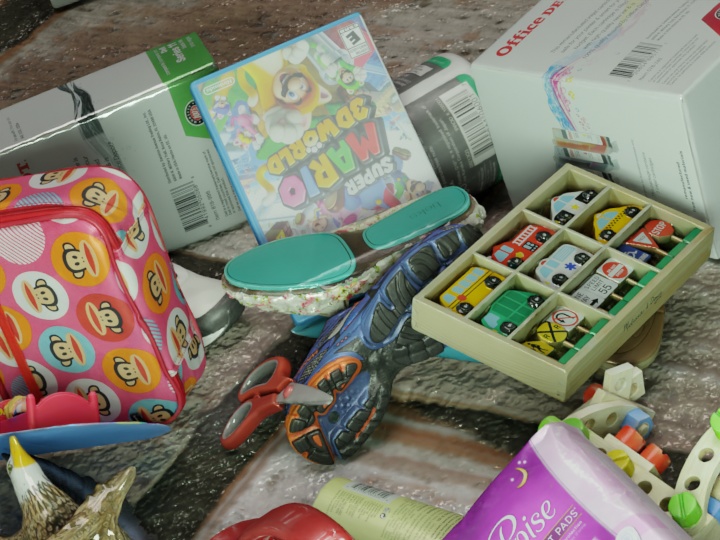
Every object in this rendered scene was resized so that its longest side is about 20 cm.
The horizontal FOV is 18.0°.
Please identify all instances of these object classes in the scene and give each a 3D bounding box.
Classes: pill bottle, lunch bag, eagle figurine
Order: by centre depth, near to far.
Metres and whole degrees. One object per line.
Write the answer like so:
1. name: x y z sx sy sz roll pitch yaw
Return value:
1. eagle figurine: -0.208 0.180 1.517 0.151 0.152 0.200 10 -18 -23
2. lunch bag: -0.220 0.025 1.659 0.175 0.201 0.082 -6 33 24
3. pill bottle: 0.013 -0.077 1.772 0.199 0.114 0.113 -30 34 -18

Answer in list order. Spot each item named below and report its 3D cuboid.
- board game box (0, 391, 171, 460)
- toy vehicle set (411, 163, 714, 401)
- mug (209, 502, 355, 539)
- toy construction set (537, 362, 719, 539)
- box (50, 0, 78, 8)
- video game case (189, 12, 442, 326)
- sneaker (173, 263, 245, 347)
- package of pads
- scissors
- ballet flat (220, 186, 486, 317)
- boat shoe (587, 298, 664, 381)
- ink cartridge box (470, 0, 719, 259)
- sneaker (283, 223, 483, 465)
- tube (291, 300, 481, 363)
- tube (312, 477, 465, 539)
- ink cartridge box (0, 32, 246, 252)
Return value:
1. board game box: -0.235 0.104 1.604 0.198 0.039 0.158 -9 -10 12
2. toy vehicle set: 0.140 0.004 1.552 0.124 0.027 0.200 25 43 26
3. mug: -0.014 0.208 1.320 0.133 0.179 0.200 -2 16 -34
4. toy construction set: 0.182 0.118 1.414 0.131 0.092 0.200 -46 32 -10
5. box: -0.263 -0.415 2.337 0.198 0.201 0.172 -19 30 2
6. video game case: -0.024 -0.077 1.697 0.142 0.201 0.018 -23 -10 -8
7. sneaker: -0.181 0.014 1.768 0.199 0.080 0.074 6 38 31
8. package of pads: 0.140 0.188 1.290 0.121 0.076 0.200 -49 45 4
9. scissors: -0.049 0.079 1.564 0.073 0.014 0.200 -62 14 -25
10. ballet flat: 0.000 0.000 1.640 0.199 0.064 0.076 -17 38 -5
11. boat shoe: 0.169 0.019 1.611 0.073 0.063 0.201 -1 35 -6
12. ink cartridge box: 0.212 -0.121 1.706 0.199 0.145 0.145 16 46 41
13. sneaker: 0.011 0.041 1.595 0.200 0.075 0.078 -45 27 -2
14. tube: 0.046 0.037 1.656 0.199 0.051 0.077 5 26 41
15. tube: 0.060 0.181 1.429 0.199 0.052 0.058 13 75 32
16. ink cartridge box: -0.196 -0.085 1.861 0.199 0.147 0.083 -22 31 -7
